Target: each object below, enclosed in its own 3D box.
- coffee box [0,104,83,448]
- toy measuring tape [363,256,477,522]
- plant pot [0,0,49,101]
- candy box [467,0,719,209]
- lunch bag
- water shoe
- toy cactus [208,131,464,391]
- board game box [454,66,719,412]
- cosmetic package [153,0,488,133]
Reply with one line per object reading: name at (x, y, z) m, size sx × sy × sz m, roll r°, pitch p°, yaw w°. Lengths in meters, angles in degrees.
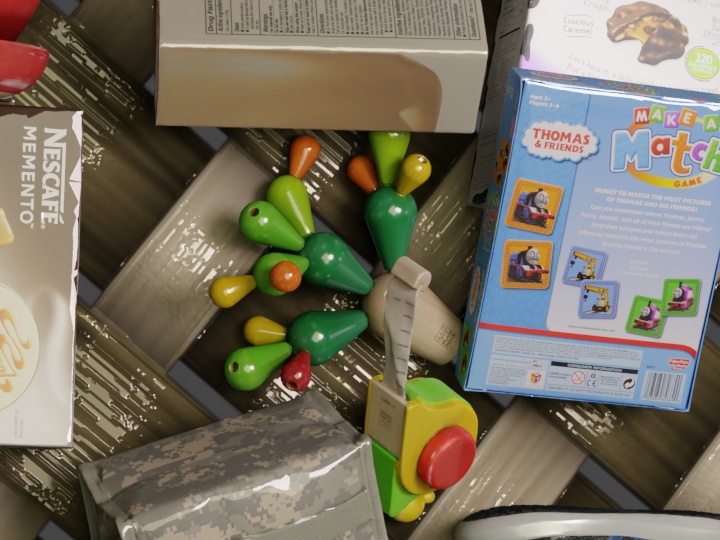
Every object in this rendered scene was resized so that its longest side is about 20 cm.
coffee box at (-0.228, 0.004, 1.426) m, size 0.114 × 0.080 × 0.201 m, roll 4°, pitch 85°, yaw -15°
toy measuring tape at (0.041, 0.071, 1.467) m, size 0.073 × 0.074 × 0.201 m, roll -5°, pitch 125°, yaw -15°
plant pot at (-0.269, -0.194, 1.375) m, size 0.199 × 0.200 × 0.184 m, roll 4°, pitch 91°, yaw -14°
candy box at (0.171, -0.125, 1.548) m, size 0.167 × 0.072 × 0.201 m, roll 12°, pitch 83°, yaw -13°
lunch bag at (-0.067, 0.198, 1.430) m, size 0.163 × 0.118 × 0.201 m, roll -16°, pitch 113°, yaw -17°
water shoe at (0.157, 0.191, 1.518) m, size 0.199 × 0.071 × 0.079 m, roll 4°, pitch 87°, yaw -14°
toy cactus at (0.000, 0.000, 1.490) m, size 0.165 × 0.102 × 0.201 m, roll 34°, pitch 69°, yaw -20°
board game box at (0.150, -0.017, 1.486) m, size 0.150 × 0.037 × 0.201 m, roll 6°, pitch 107°, yaw -13°
cosmetic package at (-0.027, -0.144, 1.461) m, size 0.199 × 0.071 × 0.106 m, roll 2°, pitch 48°, yaw -5°
